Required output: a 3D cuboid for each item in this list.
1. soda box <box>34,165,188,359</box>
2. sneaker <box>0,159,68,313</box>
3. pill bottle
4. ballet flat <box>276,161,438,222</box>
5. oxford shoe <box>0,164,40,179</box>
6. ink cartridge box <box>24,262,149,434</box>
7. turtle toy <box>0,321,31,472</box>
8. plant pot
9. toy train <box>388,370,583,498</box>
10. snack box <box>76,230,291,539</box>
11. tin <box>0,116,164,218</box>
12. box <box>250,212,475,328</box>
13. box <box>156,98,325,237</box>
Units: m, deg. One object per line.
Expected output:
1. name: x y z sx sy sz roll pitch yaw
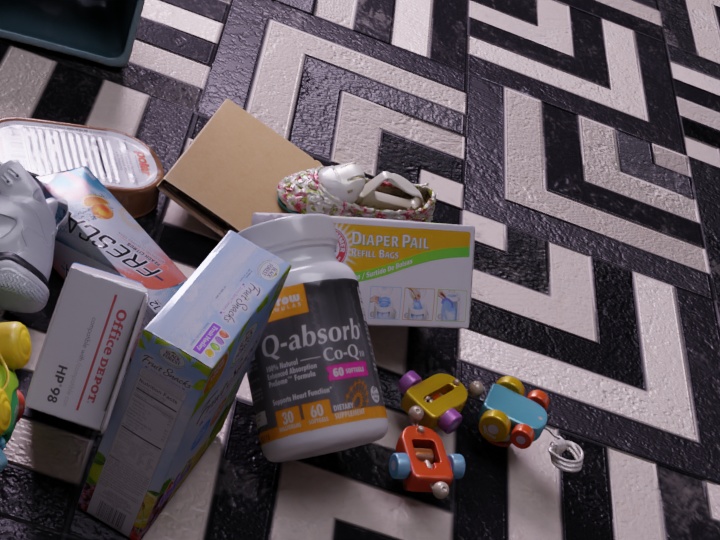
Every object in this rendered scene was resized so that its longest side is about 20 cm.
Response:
1. soda box: -0.234 -0.007 1.457 0.063 0.069 0.200 -18 54 -45
2. sneaker: -0.359 -0.047 1.394 0.198 0.075 0.116 22 65 -12
3. pill bottle: -0.049 0.060 1.372 0.115 0.116 0.203 -6 78 -37
4. ballet flat: 0.001 -0.086 1.688 0.198 0.064 0.076 8 43 -37
5. oxford shoe: -0.390 -0.084 1.462 0.198 0.073 0.085 0 38 -32
6. ink cartridge box: -0.220 0.058 1.257 0.066 0.117 0.200 19 -2 -10
7. turtle toy: -0.323 0.100 1.228 0.144 0.102 0.201 -6 36 8
8. plant pot: -0.339 -0.383 1.791 0.193 0.198 0.201 13 28 -16
9. toy train: 0.102 0.164 1.461 0.198 0.056 0.151 1 42 -26
10. snack box: -0.142 0.093 1.267 0.067 0.201 0.169 27 35 5
11. tin: -0.295 -0.105 1.579 0.198 0.042 0.113 5 43 -27
12. box: 0.000 0.000 1.528 0.198 0.103 0.112 3 1 -28
13. box: -0.113 -0.092 1.663 0.163 0.021 0.201 35 34 -5
